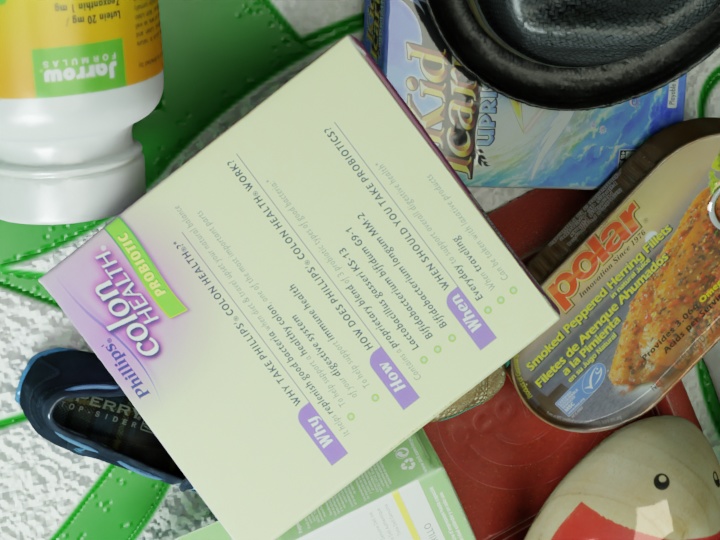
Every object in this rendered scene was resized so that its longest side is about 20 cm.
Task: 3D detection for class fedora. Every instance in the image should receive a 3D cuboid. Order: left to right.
[{"bbox_3d":[0.131,-0.167,1.177,0.199,0.092,0.202,-2,106,-7],"label":"fedora"}]

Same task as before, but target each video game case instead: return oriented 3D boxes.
[{"bbox_3d":[0.093,-0.145,1.260,0.180,0.045,0.202,0,101,-16],"label":"video game case"}]

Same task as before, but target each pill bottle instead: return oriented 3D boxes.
[{"bbox_3d":[-0.157,-0.130,1.158,0.110,0.111,0.202,-8,107,-15],"label":"pill bottle"}]

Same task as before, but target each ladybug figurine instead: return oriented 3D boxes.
[{"bbox_3d":[0.153,0.178,1.332,0.135,0.072,0.201,-4,127,-33],"label":"ladybug figurine"}]

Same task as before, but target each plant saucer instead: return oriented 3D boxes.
[{"bbox_3d":[0.091,0.071,1.329,0.199,0.037,0.201,-28,110,-8],"label":"plant saucer"}]

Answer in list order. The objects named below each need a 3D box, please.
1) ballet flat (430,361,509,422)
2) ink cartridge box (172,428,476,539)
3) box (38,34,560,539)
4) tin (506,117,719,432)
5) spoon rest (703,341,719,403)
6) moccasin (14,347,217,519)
[{"bbox_3d":[0.000,0.000,1.241,0.065,0.070,0.200,-41,91,-20],"label":"ballet flat"},{"bbox_3d":[-0.029,0.184,1.275,0.199,0.048,0.146,-26,131,-2],"label":"ink cartridge box"},{"bbox_3d":[-0.027,0.013,1.169,0.200,0.097,0.176,-38,89,4],"label":"box"},{"bbox_3d":[0.160,0.001,1.281,0.200,0.042,0.112,-45,123,5],"label":"tin"},{"bbox_3d":[0.225,0.027,1.355,0.099,0.061,0.202,-13,95,-14],"label":"spoon rest"},{"bbox_3d":[-0.093,0.098,1.262,0.198,0.068,0.081,10,102,-19],"label":"moccasin"}]
